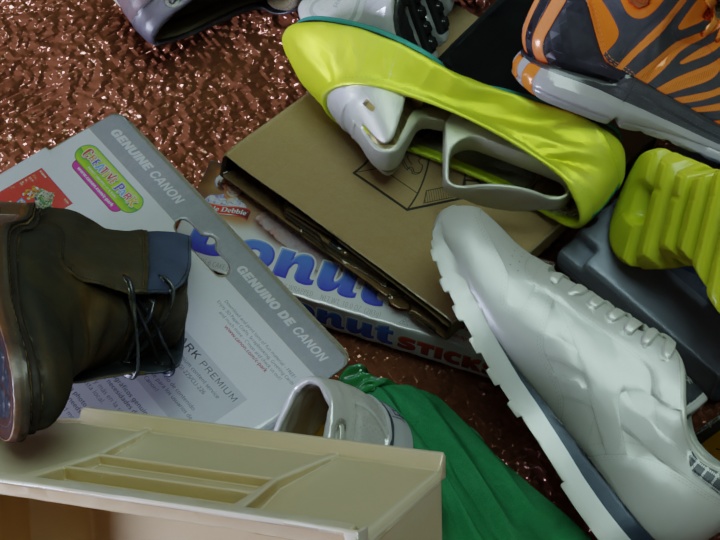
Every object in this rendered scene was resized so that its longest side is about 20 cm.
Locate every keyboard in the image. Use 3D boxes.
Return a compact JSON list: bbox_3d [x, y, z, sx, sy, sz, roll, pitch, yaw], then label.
[{"bbox_3d":[0.142,-0.137,0.964,0.127,0.021,0.200,30,49,18],"label":"keyboard"}]

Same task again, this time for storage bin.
[{"bbox_3d":[-0.068,0.167,0.639,0.198,0.201,0.094,4,14,25],"label":"storage bin"}]

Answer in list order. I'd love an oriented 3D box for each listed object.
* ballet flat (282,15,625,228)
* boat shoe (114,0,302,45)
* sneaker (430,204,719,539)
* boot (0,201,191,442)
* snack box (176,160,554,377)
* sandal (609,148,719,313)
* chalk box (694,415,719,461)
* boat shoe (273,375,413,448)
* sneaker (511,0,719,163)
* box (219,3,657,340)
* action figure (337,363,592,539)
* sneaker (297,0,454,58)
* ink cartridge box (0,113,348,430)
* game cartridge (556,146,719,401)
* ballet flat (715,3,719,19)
[{"bbox_3d":[0.042,-0.075,0.866,0.199,0.067,0.067,21,64,7],"label":"ballet flat"},{"bbox_3d":[-0.052,-0.184,0.978,0.199,0.072,0.065,-21,72,-19],"label":"boat shoe"},{"bbox_3d":[0.108,0.043,0.781,0.080,0.076,0.200,-38,79,15],"label":"sneaker"},{"bbox_3d":[-0.111,0.015,0.699,0.096,0.075,0.200,1,20,-13],"label":"boot"},{"bbox_3d":[0.000,0.000,0.884,0.199,0.024,0.072,17,55,7],"label":"snack box"},{"bbox_3d":[0.199,-0.014,0.797,0.087,0.080,0.200,15,11,-17],"label":"sandal"},{"bbox_3d":[0.285,0.064,0.791,0.200,0.124,0.124,-32,79,-21],"label":"chalk box"},{"bbox_3d":[-0.043,0.142,0.731,0.071,0.070,0.201,14,75,46],"label":"boat shoe"},{"bbox_3d":[0.187,-0.121,0.855,0.199,0.112,0.078,14,21,-20],"label":"sneaker"},{"bbox_3d":[0.046,-0.066,0.913,0.163,0.021,0.200,36,54,20],"label":"box"},{"bbox_3d":[0.045,0.111,0.786,0.118,0.055,0.200,2,34,-39],"label":"action figure"},{"bbox_3d":[0.031,-0.185,0.964,0.081,0.075,0.200,-1,32,32],"label":"sneaker"},{"bbox_3d":[-0.131,0.045,0.811,0.175,0.084,0.200,-34,66,-21],"label":"ink cartridge box"},{"bbox_3d":[0.222,-0.021,0.907,0.200,0.041,0.133,-38,63,-24],"label":"game cartridge"},{"bbox_3d":[0.203,-0.141,0.925,0.199,0.071,0.071,5,57,-6],"label":"ballet flat"}]
